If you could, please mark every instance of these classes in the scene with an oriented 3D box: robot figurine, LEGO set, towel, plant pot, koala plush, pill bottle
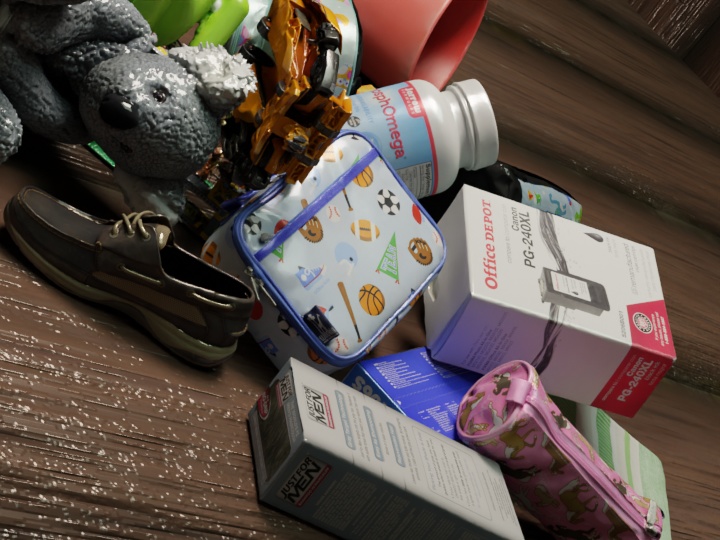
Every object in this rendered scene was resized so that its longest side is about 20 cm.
[{"bbox_3d":[-0.181,-0.272,1.417,0.175,0.116,0.200,37,28,-6],"label":"robot figurine"},{"bbox_3d":[-0.138,-0.125,1.361,0.200,0.116,0.154,43,22,11],"label":"LEGO set"},{"bbox_3d":[0.209,0.163,1.394,0.200,0.023,0.153,41,29,-23],"label":"towel"},{"bbox_3d":[-0.056,-0.146,1.246,0.058,0.145,0.201,25,27,-27],"label":"robot figurine"},{"bbox_3d":[0.041,-0.329,1.989,0.176,0.202,0.200,31,19,15],"label":"plant pot"},{"bbox_3d":[-0.191,-0.141,1.230,0.199,0.179,0.184,30,8,4],"label":"koala plush"},{"bbox_3d":[0.023,-0.115,1.471,0.198,0.110,0.109,-16,41,-11],"label":"pill bottle"}]

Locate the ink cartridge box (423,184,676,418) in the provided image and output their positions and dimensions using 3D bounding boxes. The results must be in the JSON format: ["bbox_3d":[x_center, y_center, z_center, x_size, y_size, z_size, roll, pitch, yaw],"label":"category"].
[{"bbox_3d":[0.161,0.026,1.373,0.198,0.084,0.146,17,41,-16],"label":"ink cartridge box"}]

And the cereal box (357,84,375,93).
[{"bbox_3d":[0.047,-0.129,1.774,0.200,0.040,0.144,43,22,11],"label":"cereal box"}]

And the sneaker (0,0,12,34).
[{"bbox_3d":[-0.276,-0.227,1.382,0.066,0.091,0.200,37,21,-5],"label":"sneaker"}]

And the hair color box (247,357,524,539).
[{"bbox_3d":[0.019,0.152,1.137,0.199,0.061,0.099,29,23,-24],"label":"hair color box"}]

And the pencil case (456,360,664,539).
[{"bbox_3d":[0.160,0.161,1.254,0.200,0.086,0.083,46,19,-21],"label":"pencil case"}]

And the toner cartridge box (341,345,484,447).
[{"bbox_3d":[0.062,0.112,1.309,0.095,0.043,0.199,45,22,19],"label":"toner cartridge box"}]

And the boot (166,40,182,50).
[{"bbox_3d":[-0.206,-0.233,1.549,0.155,0.073,0.203,56,18,18],"label":"boot"}]

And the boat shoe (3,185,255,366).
[{"bbox_3d":[-0.163,-0.011,1.151,0.199,0.074,0.075,32,22,-17],"label":"boat shoe"}]

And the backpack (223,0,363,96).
[{"bbox_3d":[-0.075,-0.211,1.565,0.151,0.177,0.201,8,33,-23],"label":"backpack"}]

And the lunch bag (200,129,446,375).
[{"bbox_3d":[-0.030,-0.015,1.260,0.161,0.075,0.200,53,46,-7],"label":"lunch bag"}]

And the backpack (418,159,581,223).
[{"bbox_3d":[0.142,-0.048,1.621,0.162,0.156,0.199,0,5,37],"label":"backpack"}]
